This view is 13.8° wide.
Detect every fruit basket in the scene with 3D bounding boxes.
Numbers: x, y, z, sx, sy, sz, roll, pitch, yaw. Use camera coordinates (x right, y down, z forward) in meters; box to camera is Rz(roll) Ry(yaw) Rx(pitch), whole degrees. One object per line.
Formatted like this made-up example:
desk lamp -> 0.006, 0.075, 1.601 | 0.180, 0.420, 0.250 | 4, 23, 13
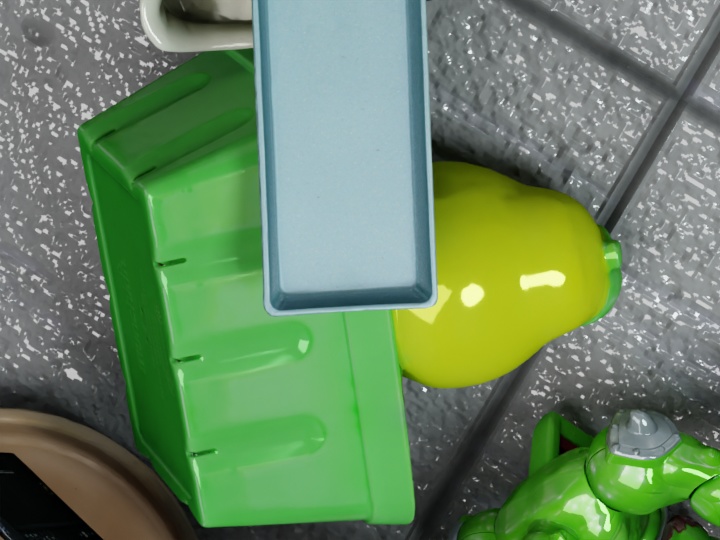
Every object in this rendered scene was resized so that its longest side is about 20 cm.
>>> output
fruit basket -> 0.000, 0.000, 1.274 | 0.215, 0.155, 0.216 | -9, 113, -22

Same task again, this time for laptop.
laptop -> -0.068, 0.114, 1.289 | 0.200, 0.177, 0.103 | 43, 89, 6

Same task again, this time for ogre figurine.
ogre figurine -> 0.114, 0.126, 1.300 | 0.120, 0.098, 0.200 | 37, 151, -17

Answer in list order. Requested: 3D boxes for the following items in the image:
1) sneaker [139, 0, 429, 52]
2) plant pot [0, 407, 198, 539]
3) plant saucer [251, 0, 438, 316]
sneaker -> -0.002, -0.126, 1.214 | 0.200, 0.090, 0.067 | -10, 111, 25
plant pot -> -0.172, 0.171, 1.411 | 0.201, 0.201, 0.093 | 34, 164, 3
plant saucer -> -0.008, -0.084, 1.174 | 0.070, 0.019, 0.201 | -3, 97, -6
